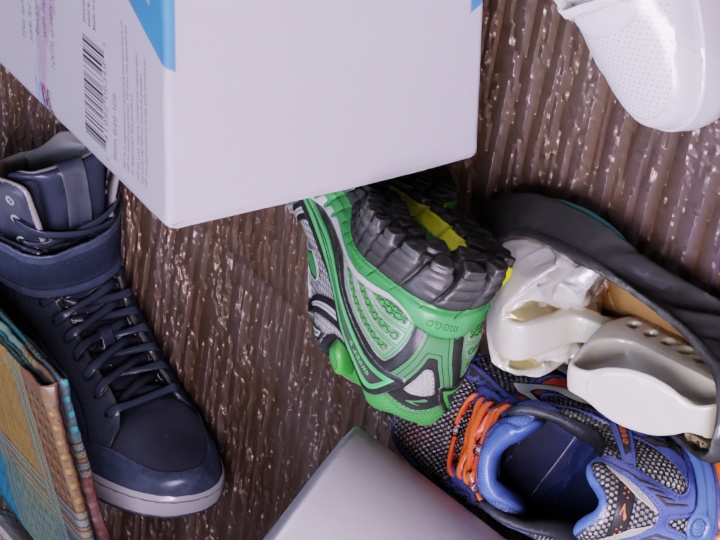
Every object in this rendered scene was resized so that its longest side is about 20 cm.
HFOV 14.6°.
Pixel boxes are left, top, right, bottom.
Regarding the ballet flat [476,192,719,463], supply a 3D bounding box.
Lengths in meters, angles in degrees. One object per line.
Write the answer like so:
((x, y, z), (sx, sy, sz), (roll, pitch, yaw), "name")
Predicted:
((0.096, 0.021, 1.121), (0.200, 0.068, 0.068), (28, 127, 44), "ballet flat")

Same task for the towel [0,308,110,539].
((-0.169, 0.081, 1.416), (0.200, 0.022, 0.147), (37, 144, 57), "towel")

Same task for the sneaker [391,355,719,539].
((0.072, 0.073, 1.152), (0.200, 0.078, 0.076), (13, 92, 54), "sneaker")

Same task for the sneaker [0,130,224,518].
((-0.134, 0.021, 1.427), (0.202, 0.077, 0.147), (44, 141, 33), "sneaker")

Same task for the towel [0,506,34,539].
((-0.126, 0.203, 1.478), (0.035, 0.132, 0.200), (-48, 57, 5), "towel")

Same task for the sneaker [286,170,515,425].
((0.000, 0.000, 1.177), (0.200, 0.078, 0.086), (-120, 48, -68), "sneaker")

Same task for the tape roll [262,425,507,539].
((-0.008, 0.185, 1.172), (0.139, 0.203, 0.203), (37, 141, 0), "tape roll")

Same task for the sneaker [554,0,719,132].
((0.062, -0.135, 1.050), (0.074, 0.115, 0.201), (-17, 94, 53), "sneaker")

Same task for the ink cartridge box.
((-0.060, -0.136, 1.160), (0.200, 0.145, 0.147), (42, 138, 49), "ink cartridge box")
